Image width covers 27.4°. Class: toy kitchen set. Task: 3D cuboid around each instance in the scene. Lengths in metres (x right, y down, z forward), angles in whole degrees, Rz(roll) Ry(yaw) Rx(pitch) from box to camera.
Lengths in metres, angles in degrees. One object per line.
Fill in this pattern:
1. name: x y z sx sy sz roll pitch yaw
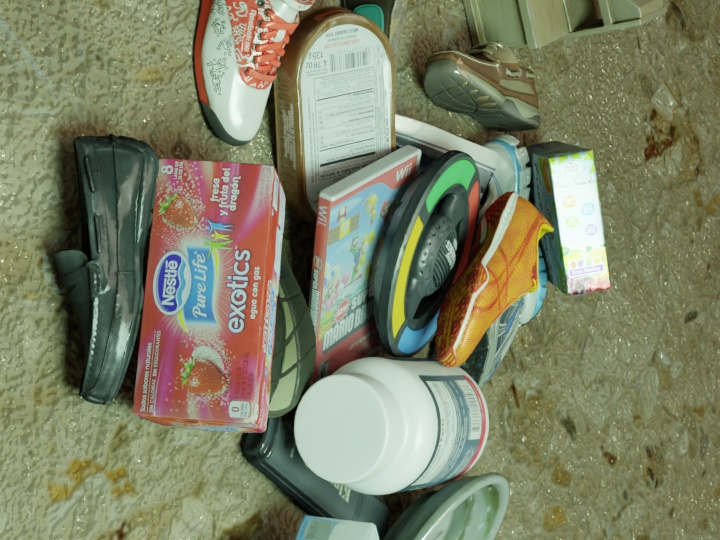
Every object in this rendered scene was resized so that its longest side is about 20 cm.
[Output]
1. toy kitchen set: 0.223 -0.344 1.592 0.200 0.162 0.182 -30 111 -50

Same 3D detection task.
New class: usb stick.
1. usb stick: -0.035 0.192 1.319 0.200 0.032 0.056 46 53 -40

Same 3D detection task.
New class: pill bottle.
1. pill bottle: 0.025 0.136 1.306 0.200 0.119 0.121 9 80 -63

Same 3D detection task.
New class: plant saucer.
1. plant saucer: 0.061 0.264 1.386 0.200 0.050 0.201 -41 152 -28

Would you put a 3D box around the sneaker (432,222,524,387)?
1. sneaker: 0.132 0.031 1.506 0.085 0.077 0.201 14 100 -66

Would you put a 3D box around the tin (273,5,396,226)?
1. tin: -0.021 -0.131 1.310 0.111 0.042 0.202 -14 114 -27

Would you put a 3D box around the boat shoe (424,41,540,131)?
1. boat shoe: 0.125 -0.198 1.517 0.200 0.075 0.073 18 76 -60

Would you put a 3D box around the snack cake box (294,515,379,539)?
1. snack cake box: -0.019 0.317 1.246 0.115 0.067 0.201 -67 155 -46

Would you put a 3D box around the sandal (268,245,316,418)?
1. sandal: -0.091 0.025 1.247 0.079 0.057 0.203 -3 76 -47

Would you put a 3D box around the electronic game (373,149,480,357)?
1. electronic game: 0.066 -0.014 1.374 0.200 0.041 0.201 -50 150 -43

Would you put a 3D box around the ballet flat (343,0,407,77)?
1. ballet flat: 0.016 -0.253 1.408 0.067 0.067 0.202 35 64 -68

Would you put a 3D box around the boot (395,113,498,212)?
1. boot: 0.051 -0.097 1.430 0.199 0.073 0.091 16 94 -39

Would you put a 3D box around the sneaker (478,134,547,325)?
1. sneaker: 0.136 -0.037 1.545 0.086 0.075 0.202 -15 96 -39

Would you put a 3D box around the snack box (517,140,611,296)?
1. snack box: 0.212 -0.060 1.557 0.200 0.052 0.144 -114 -167 -81

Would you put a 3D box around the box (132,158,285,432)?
1. box: -0.115 0.022 1.150 0.100 0.095 0.202 75 19 -80

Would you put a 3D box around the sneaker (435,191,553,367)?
1. sneaker: 0.130 0.013 1.384 0.077 0.073 0.201 36 60 -11

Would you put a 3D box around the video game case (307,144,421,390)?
1. video game case: 0.000 0.000 1.328 0.143 0.017 0.202 -32 136 -49

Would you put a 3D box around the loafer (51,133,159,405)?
1. loafer: -0.198 -0.002 1.106 0.070 0.068 0.203 7 87 -18

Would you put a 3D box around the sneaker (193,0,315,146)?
1. sneaker: -0.079 -0.210 1.232 0.067 0.107 0.203 5 83 -52
